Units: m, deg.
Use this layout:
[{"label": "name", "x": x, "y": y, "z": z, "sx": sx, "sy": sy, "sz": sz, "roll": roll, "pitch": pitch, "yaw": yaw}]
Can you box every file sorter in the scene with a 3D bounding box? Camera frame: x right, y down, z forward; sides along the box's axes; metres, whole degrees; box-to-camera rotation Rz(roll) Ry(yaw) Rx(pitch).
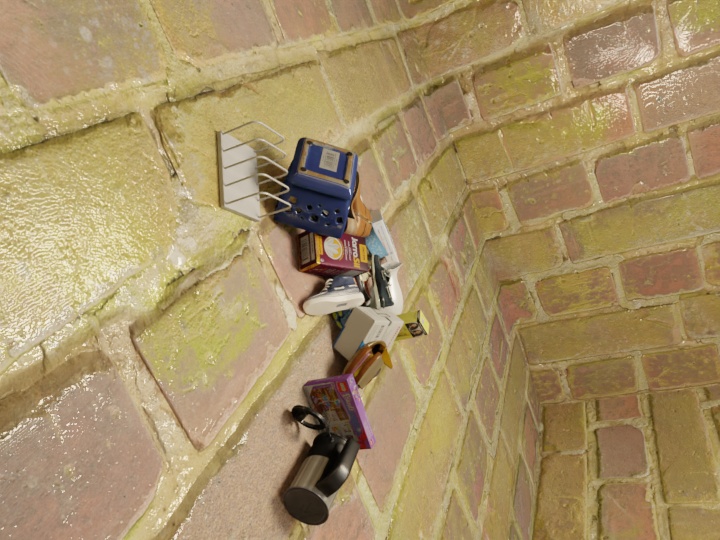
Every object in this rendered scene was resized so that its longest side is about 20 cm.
[{"label": "file sorter", "x": -0.258, "y": -0.246, "z": 1.419, "sx": 0.139, "sy": 0.124, "sz": 0.201, "roll": 22, "pitch": 58, "yaw": -60}]

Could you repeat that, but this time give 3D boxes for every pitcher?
[{"label": "pitcher", "x": 0.061, "y": 0.075, "z": 1.905, "sx": 0.171, "sy": 0.121, "sz": 0.201, "roll": -4, "pitch": 102, "yaw": -26}]

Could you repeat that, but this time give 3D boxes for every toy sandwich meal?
[{"label": "toy sandwich meal", "x": 0.025, "y": 0.288, "z": 1.670, "sx": 0.205, "sy": 0.070, "sz": 0.206, "roll": -36, "pitch": 146, "yaw": -28}]

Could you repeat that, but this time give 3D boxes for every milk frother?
[{"label": "milk frother", "x": -0.120, "y": 0.452, "z": 1.367, "sx": 0.199, "sy": 0.181, "sz": 0.188, "roll": 29, "pitch": 31, "yaw": 4}]

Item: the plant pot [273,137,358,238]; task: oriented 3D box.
[{"label": "plant pot", "x": -0.110, "y": -0.233, "z": 1.556, "sx": 0.180, "sy": 0.199, "sz": 0.201, "roll": 116, "pitch": -14, "yaw": -50}]

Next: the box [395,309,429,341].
[{"label": "box", "x": 0.116, "y": 0.186, "z": 1.856, "sx": 0.075, "sy": 0.199, "sz": 0.050, "roll": 58, "pitch": 30, "yaw": -35}]

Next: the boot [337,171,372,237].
[{"label": "boot", "x": -0.006, "y": -0.199, "z": 1.765, "sx": 0.155, "sy": 0.076, "sz": 0.201, "roll": 4, "pitch": 88, "yaw": -60}]

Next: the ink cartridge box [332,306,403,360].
[{"label": "ink cartridge box", "x": 0.028, "y": 0.192, "z": 1.735, "sx": 0.147, "sy": 0.084, "sz": 0.200, "roll": -61, "pitch": 152, "yaw": 10}]

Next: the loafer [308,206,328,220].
[{"label": "loafer", "x": -0.110, "y": -0.154, "z": 1.743, "sx": 0.201, "sy": 0.068, "sz": 0.071, "roll": 57, "pitch": 43, "yaw": -29}]

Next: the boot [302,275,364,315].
[{"label": "boot", "x": -0.089, "y": 0.068, "z": 1.640, "sx": 0.199, "sy": 0.073, "sz": 0.091, "roll": -4, "pitch": 53, "yaw": -38}]

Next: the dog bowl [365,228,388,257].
[{"label": "dog bowl", "x": 0.026, "y": -0.110, "z": 1.914, "sx": 0.112, "sy": 0.049, "sz": 0.200, "roll": 58, "pitch": -1, "yaw": -42}]

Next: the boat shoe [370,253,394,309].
[{"label": "boat shoe", "x": 0.066, "y": 0.029, "z": 1.785, "sx": 0.075, "sy": 0.061, "sz": 0.201, "roll": 83, "pitch": 0, "yaw": -48}]

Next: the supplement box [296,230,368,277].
[{"label": "supplement box", "x": -0.079, "y": -0.048, "z": 1.660, "sx": 0.199, "sy": 0.085, "sz": 0.111, "roll": 9, "pitch": 69, "yaw": -42}]

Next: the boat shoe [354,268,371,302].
[{"label": "boat shoe", "x": 0.000, "y": 0.000, "z": 1.791, "sx": 0.071, "sy": 0.062, "sz": 0.201, "roll": -50, "pitch": 121, "yaw": -88}]

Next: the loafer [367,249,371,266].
[{"label": "loafer", "x": 0.001, "y": -0.041, "z": 1.907, "sx": 0.076, "sy": 0.067, "sz": 0.200, "roll": 57, "pitch": 0, "yaw": 29}]

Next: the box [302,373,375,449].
[{"label": "box", "x": -0.055, "y": 0.376, "z": 1.501, "sx": 0.039, "sy": 0.136, "sz": 0.201, "roll": -37, "pitch": 111, "yaw": -62}]

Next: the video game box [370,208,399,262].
[{"label": "video game box", "x": 0.087, "y": -0.116, "z": 2.070, "sx": 0.200, "sy": 0.047, "sz": 0.183, "roll": -92, "pitch": 163, "yaw": -71}]

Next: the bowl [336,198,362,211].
[{"label": "bowl", "x": -0.052, "y": -0.218, "z": 1.856, "sx": 0.201, "sy": 0.094, "sz": 0.202, "roll": 39, "pitch": 44, "yaw": -52}]

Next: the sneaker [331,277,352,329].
[{"label": "sneaker", "x": -0.043, "y": 0.083, "z": 1.748, "sx": 0.083, "sy": 0.070, "sz": 0.201, "roll": 31, "pitch": 47, "yaw": -48}]
